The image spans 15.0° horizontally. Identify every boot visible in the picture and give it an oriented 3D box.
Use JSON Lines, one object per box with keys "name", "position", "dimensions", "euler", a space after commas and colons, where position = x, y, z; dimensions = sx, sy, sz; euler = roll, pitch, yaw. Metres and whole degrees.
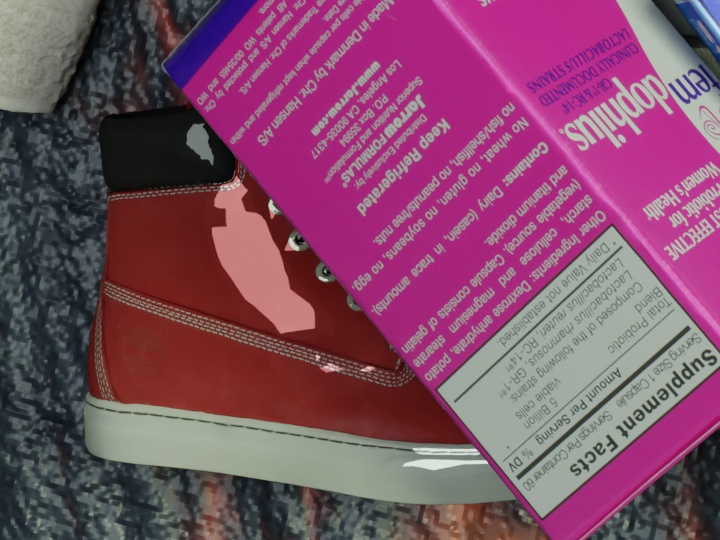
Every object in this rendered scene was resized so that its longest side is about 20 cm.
{"name": "boot", "position": [0.000, 0.000, 0.935], "dimensions": [0.199, 0.072, 0.145], "euler": [6, 98, 18]}

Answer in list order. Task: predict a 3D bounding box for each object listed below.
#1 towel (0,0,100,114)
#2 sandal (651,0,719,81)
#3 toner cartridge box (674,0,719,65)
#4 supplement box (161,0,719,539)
{"name": "towel", "position": [-0.163, -0.136, 0.933], "dimensions": [0.133, 0.199, 0.035], "euler": [-59, 33, 22]}
{"name": "sandal", "position": [0.077, -0.066, 0.934], "dimensions": [0.200, 0.057, 0.080], "euler": [4, 100, 29]}
{"name": "toner cartridge box", "position": [0.205, -0.109, 0.855], "dimensions": [0.200, 0.043, 0.095], "euler": [-37, 93, 2]}
{"name": "supplement box", "position": [0.051, -0.030, 0.860], "dimensions": [0.200, 0.101, 0.103], "euler": [51, 127, 6]}
